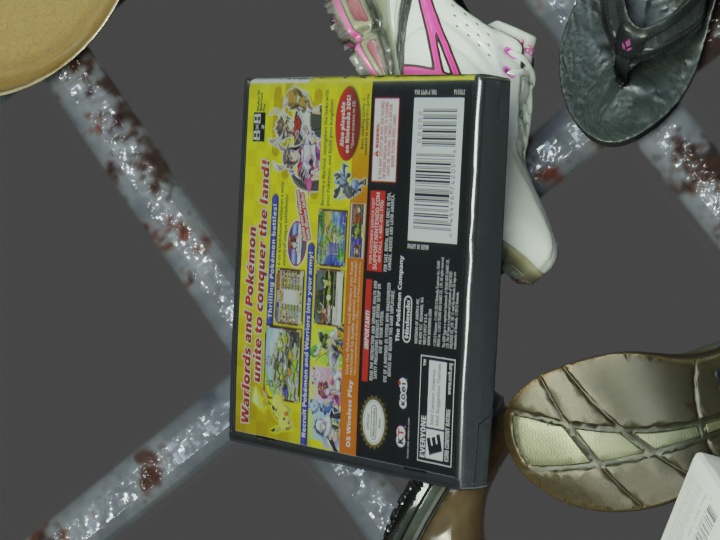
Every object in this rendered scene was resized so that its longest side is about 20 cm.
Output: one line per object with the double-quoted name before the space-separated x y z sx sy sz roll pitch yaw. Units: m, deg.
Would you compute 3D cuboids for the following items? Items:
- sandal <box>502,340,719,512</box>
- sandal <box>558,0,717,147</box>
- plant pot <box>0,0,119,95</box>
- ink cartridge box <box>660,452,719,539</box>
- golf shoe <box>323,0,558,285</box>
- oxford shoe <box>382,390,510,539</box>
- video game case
"sandal" 0.172 0.068 0.916 0.199 0.055 0.082 -20 83 -2
"sandal" 0.162 -0.162 0.946 0.075 0.048 0.201 28 91 18
"plant pot" -0.219 -0.199 1.077 0.199 0.027 0.201 -2 83 16
"ink cartridge box" 0.184 0.177 0.803 0.067 0.200 0.117 16 106 -9
"golf shoe" 0.060 -0.089 0.955 0.092 0.073 0.201 -30 75 9
"oxford shoe" 0.047 0.161 0.937 0.084 0.073 0.201 22 91 0
"video game case" 0.000 0.000 0.928 0.180 0.025 0.201 6 94 47
